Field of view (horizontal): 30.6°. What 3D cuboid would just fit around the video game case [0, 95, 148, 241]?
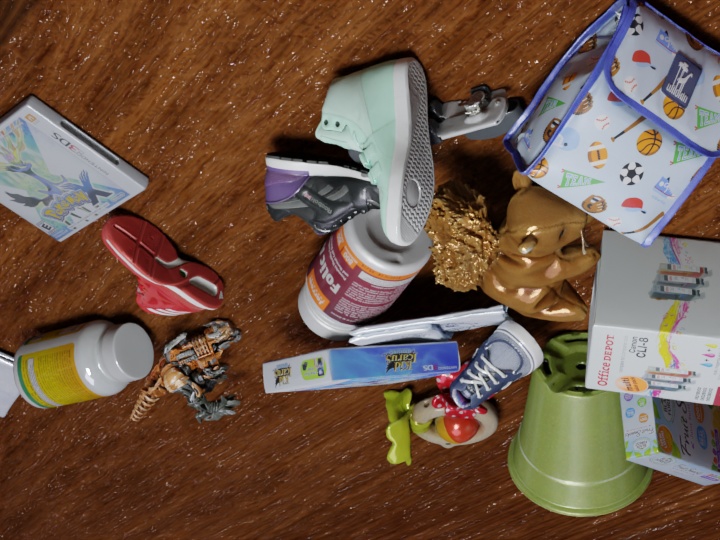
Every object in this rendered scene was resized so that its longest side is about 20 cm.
[{"bbox_3d":[-0.395,-0.123,1.657,0.182,0.022,0.200,37,138,-29],"label":"video game case"}]

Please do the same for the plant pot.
[{"bbox_3d":[0.294,0.188,1.747,0.200,0.200,0.190,4,131,12],"label":"plant pot"}]

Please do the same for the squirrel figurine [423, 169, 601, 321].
[{"bbox_3d":[0.163,-0.034,1.440,0.200,0.142,0.187,2,165,5],"label":"squirrel figurine"}]

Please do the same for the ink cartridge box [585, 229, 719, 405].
[{"bbox_3d":[0.372,0.058,1.555,0.200,0.145,0.145,7,144,10],"label":"ink cartridge box"}]

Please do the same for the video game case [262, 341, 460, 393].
[{"bbox_3d":[-0.001,0.129,1.744,0.200,0.046,0.181,-1,172,-32],"label":"video game case"}]

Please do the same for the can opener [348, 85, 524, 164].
[{"bbox_3d":[0.080,-0.152,1.440,0.200,0.053,0.066,-10,138,29],"label":"can opener"}]

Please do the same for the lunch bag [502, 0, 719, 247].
[{"bbox_3d":[0.271,-0.151,1.310,0.170,0.124,0.200,29,108,-20],"label":"lunch bag"}]

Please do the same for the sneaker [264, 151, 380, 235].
[{"bbox_3d":[-0.017,-0.082,1.511,0.200,0.076,0.088,11,104,24],"label":"sneaker"}]

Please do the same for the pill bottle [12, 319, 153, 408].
[{"bbox_3d":[-0.405,0.135,1.933,0.200,0.113,0.113,-14,136,32],"label":"pill bottle"}]

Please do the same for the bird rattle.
[{"bbox_3d":[0.129,0.204,1.905,0.200,0.113,0.163,-32,138,29],"label":"bird rattle"}]

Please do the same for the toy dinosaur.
[{"bbox_3d":[-0.251,0.148,1.904,0.200,0.102,0.136,-23,135,26],"label":"toy dinosaur"}]

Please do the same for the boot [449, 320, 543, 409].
[{"bbox_3d":[0.170,0.130,1.686,0.073,0.090,0.200,46,165,10],"label":"boot"}]

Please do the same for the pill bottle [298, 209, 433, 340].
[{"bbox_3d":[0.000,0.000,1.620,0.114,0.114,0.200,22,143,-12],"label":"pill bottle"}]

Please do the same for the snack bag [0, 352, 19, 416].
[{"bbox_3d":[-0.634,0.164,2.110,0.188,0.021,0.200,25,142,-18],"label":"snack bag"}]

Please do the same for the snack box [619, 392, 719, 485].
[{"bbox_3d":[0.404,0.187,1.679,0.053,0.142,0.200,-22,149,37],"label":"snack box"}]

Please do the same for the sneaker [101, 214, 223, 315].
[{"bbox_3d":[-0.290,0.008,1.756,0.115,0.078,0.200,-22,130,37],"label":"sneaker"}]

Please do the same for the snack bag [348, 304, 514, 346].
[{"bbox_3d":[0.097,0.075,1.672,0.200,0.021,0.189,-10,171,9],"label":"snack bag"}]

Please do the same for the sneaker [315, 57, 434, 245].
[{"bbox_3d":[0.012,-0.120,1.402,0.118,0.201,0.074,-6,167,30],"label":"sneaker"}]
